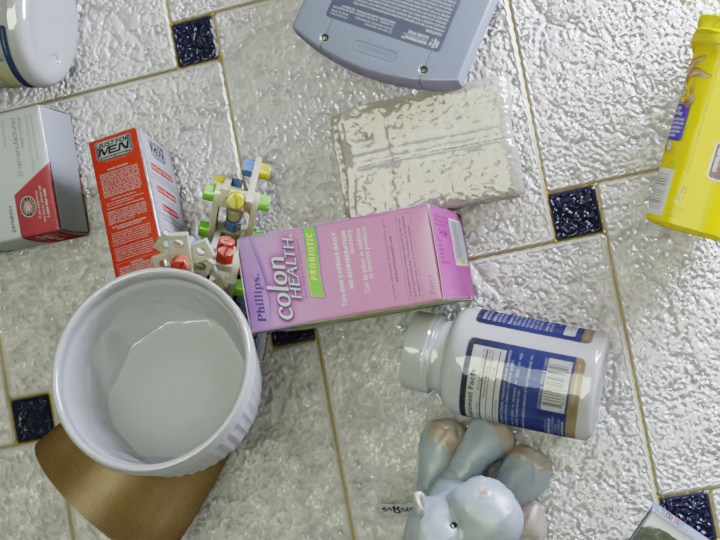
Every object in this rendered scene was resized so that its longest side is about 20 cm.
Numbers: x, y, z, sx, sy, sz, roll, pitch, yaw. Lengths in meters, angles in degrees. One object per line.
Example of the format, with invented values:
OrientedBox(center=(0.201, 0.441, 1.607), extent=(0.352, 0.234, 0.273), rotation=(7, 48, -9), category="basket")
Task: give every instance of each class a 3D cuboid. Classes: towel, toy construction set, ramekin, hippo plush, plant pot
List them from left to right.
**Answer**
OrientedBox(center=(-0.211, 0.171, 1.455), extent=(0.186, 0.186, 0.200), rotation=(41, 91, 12), category="plant pot")
OrientedBox(center=(-0.190, 0.108, 1.335), extent=(0.199, 0.105, 0.201), rotation=(-4, 70, 10), category="ramekin")
OrientedBox(center=(-0.147, -0.027, 1.438), extent=(0.092, 0.200, 0.132), rotation=(20, 121, 8), category="toy construction set")
OrientedBox(center=(0.070, -0.124, 1.457), extent=(0.199, 0.034, 0.133), rotation=(-10, 87, 13), category="towel")
OrientedBox(center=(0.092, 0.231, 1.377), extent=(0.199, 0.161, 0.160), rotation=(-17, 85, 13), category="hippo plush")

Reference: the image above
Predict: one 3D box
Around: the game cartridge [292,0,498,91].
OrientedBox(center=(0.035, -0.267, 1.452), extent=(0.199, 0.042, 0.134), rotation=(21, 88, 18), category="game cartridge")

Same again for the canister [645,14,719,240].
OrientedBox(center=(0.343, -0.134, 1.330), extent=(0.086, 0.148, 0.201), rotation=(17, 95, 14), category="canister")

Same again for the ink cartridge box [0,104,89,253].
OrientedBox(center=(-0.425, -0.093, 1.557), extent=(0.199, 0.083, 0.146), rotation=(-11, 87, 13), category="ink cartridge box")

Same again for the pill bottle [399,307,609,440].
OrientedBox(center=(0.146, 0.100, 1.392), extent=(0.199, 0.111, 0.111), rotation=(11, 91, 15), category="pill bottle")

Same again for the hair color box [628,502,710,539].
OrientedBox(center=(0.349, 0.331, 1.361), extent=(0.200, 0.061, 0.099), rotation=(34, 97, 13), category="hair color box")

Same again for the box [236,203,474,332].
OrientedBox(center=(0.000, 0.000, 1.399), extent=(0.199, 0.176, 0.097), rotation=(-11, 86, 14), category="box")

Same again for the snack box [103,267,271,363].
OrientedBox(center=(-0.195, 0.049, 1.525), extent=(0.199, 0.024, 0.072), rotation=(11, 90, 14), category="snack box")

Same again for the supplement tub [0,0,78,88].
OrientedBox(center=(-0.434, -0.276, 1.532), extent=(0.199, 0.145, 0.146), rotation=(1, 89, 14), category="supplement tub")

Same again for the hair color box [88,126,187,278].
OrientedBox(center=(-0.230, -0.042, 1.481), extent=(0.061, 0.102, 0.201), rotation=(-16, 75, 11), category="hair color box")
